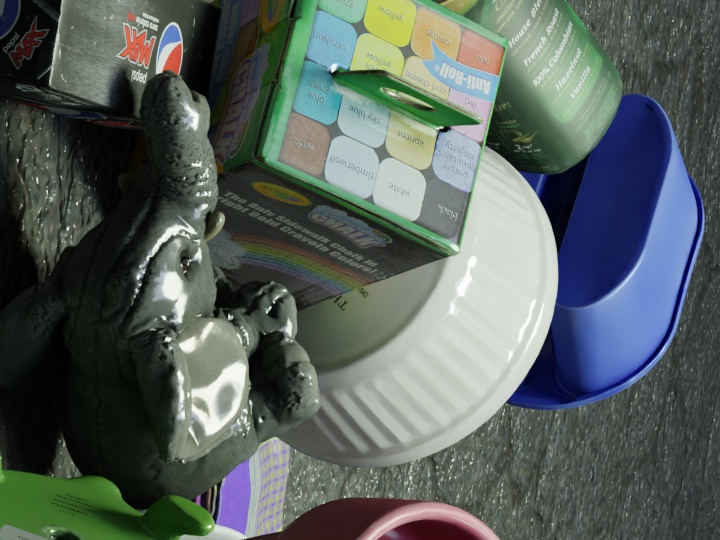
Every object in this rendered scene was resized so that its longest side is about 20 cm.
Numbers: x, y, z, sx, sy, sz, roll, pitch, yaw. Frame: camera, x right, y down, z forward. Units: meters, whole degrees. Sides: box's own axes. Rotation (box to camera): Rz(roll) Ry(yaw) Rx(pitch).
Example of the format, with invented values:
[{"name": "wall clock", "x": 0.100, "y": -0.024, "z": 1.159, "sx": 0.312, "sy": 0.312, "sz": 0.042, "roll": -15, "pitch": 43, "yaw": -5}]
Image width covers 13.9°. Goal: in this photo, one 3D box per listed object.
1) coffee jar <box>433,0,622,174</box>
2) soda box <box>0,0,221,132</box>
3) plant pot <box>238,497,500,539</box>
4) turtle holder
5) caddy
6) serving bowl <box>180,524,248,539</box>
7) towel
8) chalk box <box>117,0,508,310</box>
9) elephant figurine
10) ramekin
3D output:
[{"name": "coffee jar", "x": 0.060, "y": -0.143, "z": 1.628, "sx": 0.085, "sy": 0.104, "sz": 0.200, "roll": -58, "pitch": 137, "yaw": -17}, {"name": "soda box", "x": -0.128, "y": -0.107, "z": 1.354, "sx": 0.200, "sy": 0.063, "sz": 0.071, "roll": 15, "pitch": 84, "yaw": -73}, {"name": "plant pot", "x": -0.038, "y": 0.206, "z": 1.408, "sx": 0.200, "sy": 0.179, "sz": 0.201, "roll": 3, "pitch": 86, "yaw": -53}, {"name": "turtle holder", "x": -0.151, "y": 0.152, "z": 1.312, "sx": 0.186, "sy": 0.141, "sz": 0.132, "roll": 45, "pitch": -60, "yaw": 60}, {"name": "caddy", "x": 0.122, "y": -0.013, "z": 1.721, "sx": 0.105, "sy": 0.141, "sz": 0.200, "roll": 70, "pitch": 33, "yaw": -50}, {"name": "serving bowl", "x": -0.107, "y": 0.229, "z": 1.517, "sx": 0.200, "sy": 0.066, "sz": 0.201, "roll": 2, "pitch": 87, "yaw": -52}, {"name": "towel", "x": -0.068, "y": 0.157, "z": 1.737, "sx": 0.144, "sy": 0.023, "sz": 0.201, "roll": -22, "pitch": 118, "yaw": -70}, {"name": "chalk box", "x": -0.015, "y": -0.074, "z": 1.469, "sx": 0.124, "sy": 0.200, "sz": 0.124, "roll": 25, "pitch": 66, "yaw": -26}, {"name": "elephant figurine", "x": -0.107, "y": 0.025, "z": 1.387, "sx": 0.200, "sy": 0.141, "sz": 0.156, "roll": 56, "pitch": 19, "yaw": -67}, {"name": "ramekin", "x": 0.000, "y": 0.000, "z": 1.614, "sx": 0.094, "sy": 0.202, "sz": 0.203, "roll": 43, "pitch": 56, "yaw": -56}]
